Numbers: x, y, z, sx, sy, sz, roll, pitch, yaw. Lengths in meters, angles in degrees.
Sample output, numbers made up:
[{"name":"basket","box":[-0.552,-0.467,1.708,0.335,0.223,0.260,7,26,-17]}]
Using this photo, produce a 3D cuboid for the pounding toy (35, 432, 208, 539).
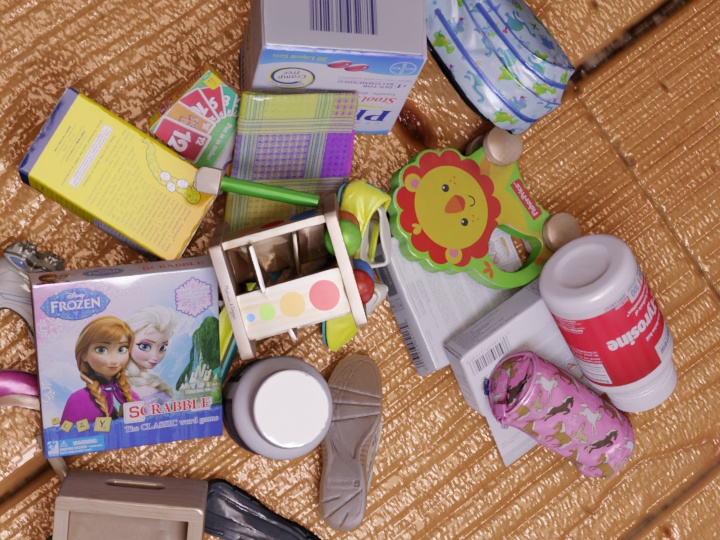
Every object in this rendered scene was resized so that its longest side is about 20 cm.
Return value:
[{"name":"pounding toy","box":[-0.270,0.289,1.637,0.198,0.142,0.186,6,99,-4]}]

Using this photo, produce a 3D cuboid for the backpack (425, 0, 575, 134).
[{"name":"backpack","box":[0.150,-0.253,1.721,0.153,0.163,0.202,-23,75,23]}]

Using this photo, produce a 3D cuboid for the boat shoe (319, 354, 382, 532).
[{"name":"boat shoe","box":[-0.014,0.198,1.731,0.073,0.063,0.202,8,80,5]}]

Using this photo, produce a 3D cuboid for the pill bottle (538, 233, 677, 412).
[{"name":"pill bottle","box":[0.287,0.065,1.708,0.112,0.112,0.201,-41,126,-12]}]

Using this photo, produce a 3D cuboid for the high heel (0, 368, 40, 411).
[{"name":"high heel","box":[-0.364,0.153,1.653,0.198,0.067,0.097,-15,80,-15]}]

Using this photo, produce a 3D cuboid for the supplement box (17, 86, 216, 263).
[{"name":"supplement box","box":[-0.266,-0.099,1.676,0.199,0.109,0.110,32,81,-7]}]

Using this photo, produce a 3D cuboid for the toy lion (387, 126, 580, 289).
[{"name":"toy lion","box":[0.132,-0.060,1.754,0.191,0.069,0.201,-38,97,-21]}]

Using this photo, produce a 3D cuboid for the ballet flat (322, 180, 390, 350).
[{"name":"ballet flat","box":[0.000,0.000,1.705,0.066,0.067,0.202,12,105,20]}]

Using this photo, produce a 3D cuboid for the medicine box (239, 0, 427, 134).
[{"name":"medicine box","box":[-0.035,-0.241,1.686,0.180,0.200,0.104,2,69,-11]}]

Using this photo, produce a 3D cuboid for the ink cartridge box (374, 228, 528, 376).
[{"name":"ink cartridge box","box":[0.125,0.013,1.789,0.199,0.057,0.164,-22,89,-33]}]

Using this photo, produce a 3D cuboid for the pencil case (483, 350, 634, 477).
[{"name":"pencil case","box":[0.232,0.168,1.731,0.199,0.086,0.083,32,35,-34]}]

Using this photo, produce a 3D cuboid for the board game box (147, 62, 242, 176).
[{"name":"board game box","box":[-0.135,-0.137,1.690,0.095,0.030,0.200,-42,128,14]}]

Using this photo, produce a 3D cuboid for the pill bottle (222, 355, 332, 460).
[{"name":"pill bottle","box":[-0.090,0.149,1.643,0.110,0.200,0.112,1,86,-11]}]

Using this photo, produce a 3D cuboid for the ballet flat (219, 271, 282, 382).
[{"name":"ballet flat","box":[-0.145,0.035,1.712,0.067,0.067,0.201,28,86,7]}]

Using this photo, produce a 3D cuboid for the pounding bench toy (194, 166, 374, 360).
[{"name":"pounding bench toy","box":[-0.077,-0.034,1.600,0.155,0.124,0.202,-16,102,2]}]

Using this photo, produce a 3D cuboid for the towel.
[{"name":"towel","box":[-0.080,-0.113,1.691,0.142,0.023,0.201,-4,128,-19]}]

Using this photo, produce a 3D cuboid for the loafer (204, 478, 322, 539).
[{"name":"loafer","box":[-0.100,0.309,1.697,0.200,0.068,0.071,31,87,-2]}]

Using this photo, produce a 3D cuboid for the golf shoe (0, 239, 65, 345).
[{"name":"golf shoe","box":[-0.322,0.050,1.680,0.199,0.078,0.098,29,93,0]}]

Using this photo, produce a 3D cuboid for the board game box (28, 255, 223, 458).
[{"name":"board game box","box":[-0.250,0.093,1.625,0.198,0.041,0.201,-7,110,-16]}]

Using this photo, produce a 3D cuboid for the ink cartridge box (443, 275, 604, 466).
[{"name":"ink cartridge box","box":[0.209,0.105,1.773,0.199,0.043,0.174,-34,125,-15]}]
